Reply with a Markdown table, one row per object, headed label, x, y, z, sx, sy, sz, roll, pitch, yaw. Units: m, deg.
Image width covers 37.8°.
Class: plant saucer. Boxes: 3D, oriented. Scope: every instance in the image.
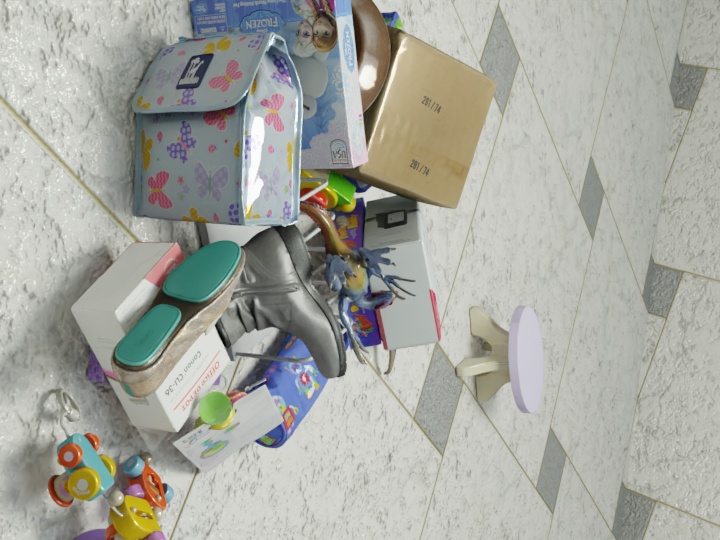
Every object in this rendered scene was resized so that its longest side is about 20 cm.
| label | x | y | z | sx | sy | sz | roll | pitch | yaw |
| --- | --- | --- | --- | --- | --- | --- | --- | --- | --- |
| plant saucer | -0.063 | -0.267 | 1.269 | 0.037 | 0.196 | 0.205 | 43 | 53 | -79 |

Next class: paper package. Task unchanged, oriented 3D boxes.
| label | x | y | z | sx | sy | sz | roll | pitch | yaw |
| --- | --- | --- | --- | --- | --- | --- | --- | --- | --- |
| paper package | 0.059 | -0.198 | 1.374 | 0.198 | 0.103 | 0.194 | 14 | 96 | -44 |

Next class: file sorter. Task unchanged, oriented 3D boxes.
| label | x | y | z | sx | sy | sz | roll | pitch | yaw |
| --- | --- | --- | --- | --- | --- | --- | --- | --- | --- |
| file sorter | -0.099 | -0.005 | 1.301 | 0.139 | 0.122 | 0.204 | -38 | 124 | -53 |

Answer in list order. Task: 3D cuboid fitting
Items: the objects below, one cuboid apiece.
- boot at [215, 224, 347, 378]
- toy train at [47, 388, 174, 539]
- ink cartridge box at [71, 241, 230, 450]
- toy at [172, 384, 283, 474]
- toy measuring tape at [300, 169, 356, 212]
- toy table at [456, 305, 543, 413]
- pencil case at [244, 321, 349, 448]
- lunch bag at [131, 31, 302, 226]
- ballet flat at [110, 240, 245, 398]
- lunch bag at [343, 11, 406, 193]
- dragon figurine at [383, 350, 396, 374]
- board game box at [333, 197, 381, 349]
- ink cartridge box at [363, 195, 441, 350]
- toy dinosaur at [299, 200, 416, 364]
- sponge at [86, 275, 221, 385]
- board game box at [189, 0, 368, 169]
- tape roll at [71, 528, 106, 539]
| label | x | y | z | sx | sy | sz | roll | pitch | yaw |
| --- | --- | --- | --- | --- | --- | --- | --- | --- | --- |
| boot | -0.103 | 0.055 | 1.186 | 0.130 | 0.069 | 0.203 | -29 | 104 | -23 |
| toy train | -0.263 | 0.219 | 1.083 | 0.201 | 0.055 | 0.151 | 54 | 3 | -39 |
| ink cartridge box | -0.209 | 0.085 | 1.110 | 0.117 | 0.066 | 0.202 | -55 | 136 | -42 |
| toy | -0.153 | 0.169 | 1.191 | 0.114 | 0.048 | 0.200 | -32 | 166 | -9 |
| toy measuring tape | -0.085 | -0.135 | 1.399 | 0.199 | 0.073 | 0.075 | 35 | 60 | -31 |
| toy table | 0.267 | 0.164 | 1.967 | 0.183 | 0.115 | 0.204 | -11 | 101 | -59 |
| pencil case | -0.089 | 0.137 | 1.377 | 0.087 | 0.077 | 0.201 | 54 | 44 | -19 |
| lunch bag | -0.158 | -0.153 | 1.140 | 0.126 | 0.167 | 0.204 | -1 | 97 | -57 |
| ballet flat | -0.180 | 0.049 | 1.049 | 0.200 | 0.067 | 0.068 | -50 | 151 | -39 |
| lunch bag | 0.007 | -0.237 | 1.481 | 0.202 | 0.126 | 0.171 | -60 | 141 | -21 |
| dragon figurine | 0.047 | 0.064 | 1.627 | 0.100 | 0.058 | 0.203 | -54 | 135 | -44 |
| board game box | -0.005 | 0.000 | 1.460 | 0.201 | 0.044 | 0.137 | -88 | 167 | -66 |
| ink cartridge box | 0.057 | -0.004 | 1.438 | 0.201 | 0.082 | 0.148 | -86 | 164 | -68 |
| toy dinosaur | 0.000 | 0.000 | 1.259 | 0.203 | 0.104 | 0.181 | 62 | -7 | 2 |
| sponge | -0.223 | 0.071 | 1.181 | 0.199 | 0.029 | 0.114 | 13 | 80 | -59 |
| board game box | -0.095 | -0.219 | 1.214 | 0.043 | 0.197 | 0.203 | -32 | 119 | -56 |
| tape roll | -0.264 | 0.379 | 1.099 | 0.199 | 0.065 | 0.205 | -10 | 101 | -61 |
